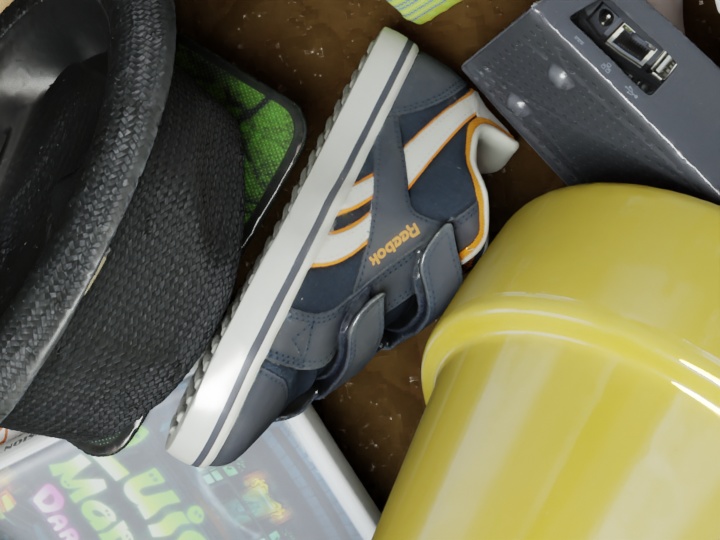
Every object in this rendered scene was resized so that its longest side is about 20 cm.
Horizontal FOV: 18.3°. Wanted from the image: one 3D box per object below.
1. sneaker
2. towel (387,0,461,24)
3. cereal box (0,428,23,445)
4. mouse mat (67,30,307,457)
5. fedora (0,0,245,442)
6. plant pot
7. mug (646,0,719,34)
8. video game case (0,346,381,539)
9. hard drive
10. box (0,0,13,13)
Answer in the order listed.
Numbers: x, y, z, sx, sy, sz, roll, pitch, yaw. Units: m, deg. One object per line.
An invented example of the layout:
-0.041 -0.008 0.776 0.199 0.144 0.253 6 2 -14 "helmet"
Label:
0.000 0.000 0.848 0.079 0.078 0.201 31 61 -5 "sneaker"
0.050 -0.193 0.836 0.200 0.023 0.144 -37 111 27 "towel"
-0.146 0.038 0.946 0.143 0.040 0.201 -22 98 13 "cereal box"
-0.135 -0.041 0.898 0.199 0.008 0.162 32 94 18 "mouse mat"
-0.103 -0.012 0.821 0.091 0.201 0.201 28 109 -34 "fedora"
0.087 0.105 0.793 0.200 0.201 0.189 37 64 0 "plant pot"
0.192 -0.088 0.818 0.199 0.148 0.176 -10 114 42 "mug"
-0.071 0.140 0.930 0.181 0.023 0.201 -26 112 14 "video game case"
0.129 -0.026 0.841 0.042 0.135 0.200 -45 93 -10 "hard drive"
-0.212 -0.088 0.910 0.200 0.021 0.164 -39 77 10 "box"
